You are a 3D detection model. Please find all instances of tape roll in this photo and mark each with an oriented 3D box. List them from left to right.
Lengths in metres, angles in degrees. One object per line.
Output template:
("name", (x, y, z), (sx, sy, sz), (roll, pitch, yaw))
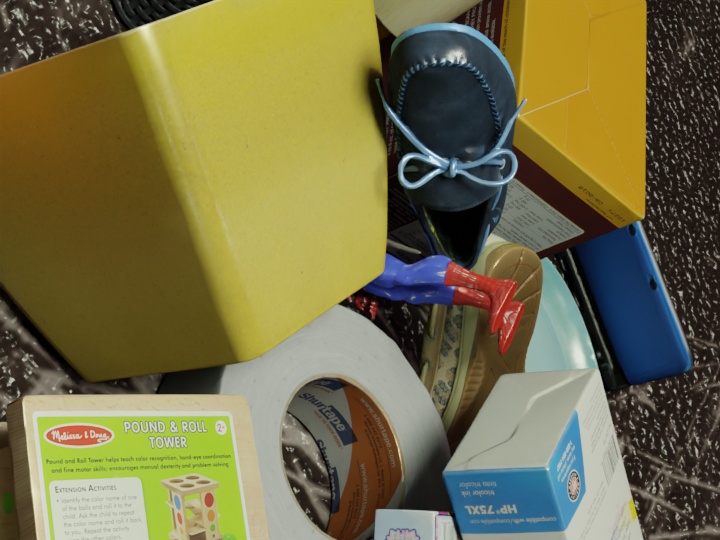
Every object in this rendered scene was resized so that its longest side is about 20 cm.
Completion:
("tape roll", (-0.031, 0.121, 0.847), (0.200, 0.066, 0.201), (23, 56, -39))

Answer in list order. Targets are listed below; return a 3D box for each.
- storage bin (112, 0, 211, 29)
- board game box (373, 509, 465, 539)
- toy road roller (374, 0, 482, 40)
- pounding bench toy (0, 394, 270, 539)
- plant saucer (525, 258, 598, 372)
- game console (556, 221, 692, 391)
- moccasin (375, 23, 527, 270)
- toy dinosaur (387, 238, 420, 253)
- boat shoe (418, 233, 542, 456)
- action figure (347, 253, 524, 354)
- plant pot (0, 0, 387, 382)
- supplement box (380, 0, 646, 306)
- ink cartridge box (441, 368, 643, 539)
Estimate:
("storage bin", (-0.086, -0.246, 0.946), (0.200, 0.094, 0.136), (-24, 90, -51))
("board game box", (0.066, 0.246, 0.840), (0.200, 0.041, 0.200), (21, 70, -59))
("toy road roller", (0.021, -0.263, 0.911), (0.200, 0.123, 0.146), (54, 30, -13))
("pounding bench toy", (-0.164, 0.134, 0.620), (0.200, 0.156, 0.125), (5, 69, -47))
("plant saucer", (0.129, 0.071, 1.060), (0.200, 0.027, 0.201), (37, 43, -45))
("game console", (0.232, -0.012, 1.167), (0.170, 0.118, 0.201), (-14, 83, -50))
("moccasin", (0.060, -0.063, 0.798), (0.200, 0.080, 0.068), (63, 28, -60))
("toy dinosaur", (-0.046, -0.079, 0.891), (0.058, 0.101, 0.200), (-35, 97, -6))
("boat shoe", (0.071, 0.068, 0.939), (0.073, 0.063, 0.201), (-3, 114, -40))
("action figure", (0.000, 0.000, 0.870), (0.052, 0.200, 0.065), (-65, 158, -9))
("plant pot", (-0.096, -0.049, 0.773), (0.200, 0.200, 0.177), (-35, 110, -50))
("supplement box", (0.080, -0.114, 0.980), (0.133, 0.200, 0.198), (33, 50, -34))
("ink cartridge box", (0.121, 0.173, 0.832), (0.116, 0.067, 0.201), (-47, 125, -56))
